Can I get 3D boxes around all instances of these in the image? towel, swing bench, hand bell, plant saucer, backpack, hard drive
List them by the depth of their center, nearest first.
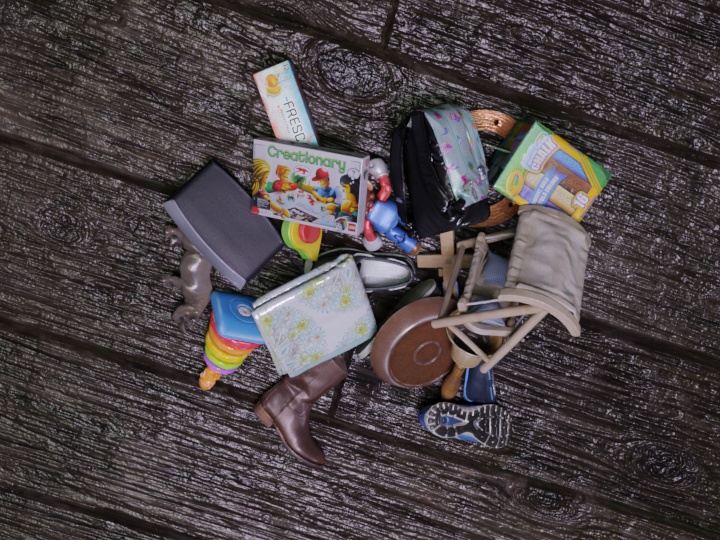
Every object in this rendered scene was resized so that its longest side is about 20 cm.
[{"bbox_3d":[0.238,0.018,1.094,0.129,0.201,0.199,40,135,-18],"label":"swing bench"},{"bbox_3d":[0.130,-0.164,1.147,0.125,0.166,0.204,-15,91,-33],"label":"backpack"},{"bbox_3d":[-0.077,0.083,1.216,0.197,0.048,0.173,-27,130,-9],"label":"towel"},{"bbox_3d":[-0.231,-0.082,1.227,0.135,0.042,0.201,-44,102,-16],"label":"hard drive"},{"bbox_3d":[0.176,0.170,1.242,0.102,0.105,0.202,12,134,-2],"label":"hand bell"},{"bbox_3d":[0.114,0.138,1.255,0.197,0.035,0.203,-13,128,-17],"label":"plant saucer"}]

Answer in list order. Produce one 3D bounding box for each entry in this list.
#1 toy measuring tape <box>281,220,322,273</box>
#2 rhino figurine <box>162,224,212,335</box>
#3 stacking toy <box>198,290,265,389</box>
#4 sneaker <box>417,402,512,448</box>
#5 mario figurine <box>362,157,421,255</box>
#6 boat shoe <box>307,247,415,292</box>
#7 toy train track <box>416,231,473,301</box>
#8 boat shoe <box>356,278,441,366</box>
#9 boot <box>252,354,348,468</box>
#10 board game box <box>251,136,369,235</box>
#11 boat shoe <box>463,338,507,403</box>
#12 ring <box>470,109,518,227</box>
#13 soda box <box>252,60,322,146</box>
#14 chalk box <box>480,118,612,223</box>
[{"bbox_3d":[-0.110,-0.032,1.236,0.072,0.074,0.204,11,91,-2],"label":"toy measuring tape"},{"bbox_3d":[-0.307,0.021,1.268,0.086,0.060,0.204,6,103,1],"label":"rhino figurine"},{"bbox_3d":[-0.247,0.146,1.285,0.108,0.117,0.202,13,123,-31],"label":"stacking toy"},{"bbox_3d":[0.196,0.280,1.321,0.197,0.089,0.080,16,81,-20],"label":"sneaker"},{"bbox_3d":[0.029,-0.113,1.236,0.198,0.106,0.125,31,66,-17],"label":"mario figurine"},{"bbox_3d":[0.000,0.000,1.258,0.196,0.060,0.077,-5,104,2],"label":"boat shoe"},{"bbox_3d":[0.164,0.018,1.272,0.112,0.033,0.204,1,113,19],"label":"toy train track"},{"bbox_3d":[0.078,0.099,1.277,0.060,0.072,0.201,41,109,-12],"label":"boat shoe"},{"bbox_3d":[-0.076,0.246,1.323,0.186,0.064,0.200,43,96,-10],"label":"boot"},{"bbox_3d":[-0.085,-0.140,1.160,0.196,0.035,0.129,12,113,19],"label":"board game box"},{"bbox_3d":[0.234,0.145,1.285,0.067,0.084,0.204,11,119,17],"label":"boat shoe"},{"bbox_3d":[0.210,-0.177,1.233,0.196,0.019,0.205,0,104,2],"label":"ring"},{"bbox_3d":[-0.113,-0.248,1.198,0.067,0.064,0.203,-18,104,6],"label":"soda box"},{"bbox_3d":[0.283,-0.168,1.161,0.198,0.125,0.125,33,102,-9],"label":"chalk box"}]
